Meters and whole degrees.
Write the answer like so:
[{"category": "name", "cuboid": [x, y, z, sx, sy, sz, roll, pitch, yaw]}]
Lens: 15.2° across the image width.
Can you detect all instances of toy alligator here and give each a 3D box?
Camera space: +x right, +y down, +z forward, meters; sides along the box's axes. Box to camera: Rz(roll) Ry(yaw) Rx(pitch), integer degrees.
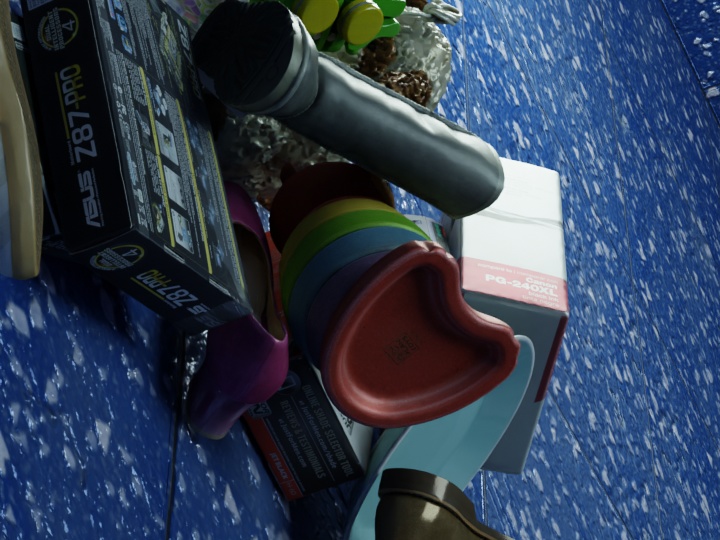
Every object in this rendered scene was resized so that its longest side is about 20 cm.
[{"category": "toy alligator", "cuboid": [-0.014, -0.162, 1.741, 0.200, 0.054, 0.059, 9, 31, -47]}]

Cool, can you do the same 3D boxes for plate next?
[{"category": "plate", "cuboid": [0.045, 0.120, 1.802, 0.026, 0.200, 0.200, 37, 6, 19]}]

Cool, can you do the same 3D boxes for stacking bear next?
[{"category": "stacking bear", "cuboid": [0.000, 0.000, 1.684, 0.122, 0.114, 0.200, 50, 6, -35]}]

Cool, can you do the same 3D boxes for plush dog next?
[{"category": "plush dog", "cuboid": [-0.018, -0.120, 1.834, 0.200, 0.171, 0.161, -91, 156, -50]}]

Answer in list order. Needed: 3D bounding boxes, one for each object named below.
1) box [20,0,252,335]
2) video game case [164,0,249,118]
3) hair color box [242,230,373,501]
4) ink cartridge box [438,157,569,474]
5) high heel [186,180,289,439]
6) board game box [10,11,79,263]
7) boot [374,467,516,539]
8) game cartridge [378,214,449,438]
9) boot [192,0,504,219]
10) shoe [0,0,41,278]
[{"category": "box", "cuboid": [-0.130, -0.080, 1.539, 0.161, 0.049, 0.201, 36, 37, -62]}, {"category": "video game case", "cuboid": [-0.130, -0.205, 1.720, 0.200, 0.018, 0.143, 42, 33, -25]}, {"category": "hair color box", "cuboid": [-0.032, 0.052, 1.793, 0.200, 0.061, 0.102, -80, 147, -62]}, {"category": "ink cartridge box", "cuboid": [0.094, 0.027, 1.953, 0.200, 0.083, 0.146, -86, -172, -58]}, {"category": "high heel", "cuboid": [-0.070, 0.002, 1.650, 0.067, 0.096, 0.200, 25, 43, -17]}, {"category": "board game box", "cuboid": [-0.161, -0.067, 1.561, 0.200, 0.028, 0.136, 21, 52, -70]}, {"category": "boot", "cuboid": [0.063, 0.199, 1.753, 0.200, 0.073, 0.076, 40, 58, -49]}, {"category": "game cartridge", "cuboid": [0.036, 0.038, 1.905, 0.200, 0.038, 0.130, -96, -159, -77]}, {"category": "boot", "cuboid": [0.002, -0.089, 1.649, 0.200, 0.073, 0.182, 36, 6, -21]}, {"category": "shoe", "cuboid": [-0.202, -0.089, 1.405, 0.070, 0.053, 0.201, 87, -8, -75]}]
